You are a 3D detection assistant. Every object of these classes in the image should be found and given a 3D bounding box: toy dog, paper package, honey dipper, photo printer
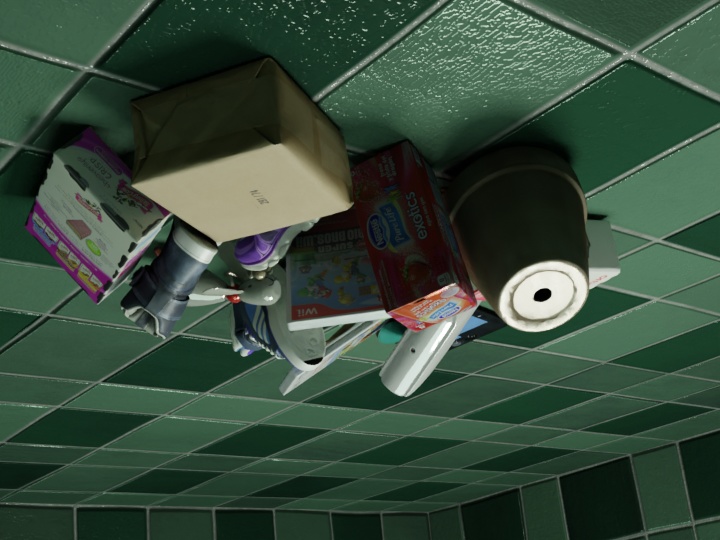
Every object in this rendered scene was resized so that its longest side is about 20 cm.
[{"bbox_3d":[-0.217,0.004,1.495,0.196,0.133,0.098,-14,127,-1],"label":"toy dog"},{"bbox_3d":[-0.131,-0.124,1.182,0.187,0.105,0.200,-14,158,18],"label":"paper package"},{"bbox_3d":[-0.007,0.074,1.692,0.037,0.039,0.200,11,140,-37],"label":"honey dipper"},{"bbox_3d":[0.122,0.087,1.679,0.202,0.069,0.166,-58,170,28],"label":"photo printer"}]

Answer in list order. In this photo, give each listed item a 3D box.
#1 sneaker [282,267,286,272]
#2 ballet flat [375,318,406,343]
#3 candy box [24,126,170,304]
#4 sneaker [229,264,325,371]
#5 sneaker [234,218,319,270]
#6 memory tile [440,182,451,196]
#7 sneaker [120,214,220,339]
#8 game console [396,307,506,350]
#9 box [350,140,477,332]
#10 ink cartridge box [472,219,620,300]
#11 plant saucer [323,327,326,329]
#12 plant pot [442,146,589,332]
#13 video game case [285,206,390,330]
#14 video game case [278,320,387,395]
[{"bbox_3d":[-0.088,0.037,1.680,0.081,0.075,0.201,-31,162,-16],"label":"sneaker"},{"bbox_3d":[0.061,0.057,1.737,0.066,0.074,0.201,-4,159,-8],"label":"ballet flat"},{"bbox_3d":[-0.314,-0.059,1.248,0.061,0.137,0.200,-45,-177,-34],"label":"candy box"},{"bbox_3d":[-0.132,0.100,1.590,0.080,0.202,0.147,-7,143,-37],"label":"sneaker"},{"bbox_3d":[-0.119,-0.074,1.384,0.082,0.082,0.200,23,141,-22],"label":"sneaker"},{"bbox_3d":[0.113,-0.076,1.495,0.198,0.017,0.152,-20,155,31],"label":"memory tile"},{"bbox_3d":[-0.237,0.001,1.335,0.076,0.147,0.203,32,-171,-9],"label":"sneaker"},{"bbox_3d":[0.152,0.104,1.943,0.175,0.032,0.199,-21,155,33],"label":"game console"},{"bbox_3d":[0.062,-0.040,1.302,0.094,0.203,0.100,-24,156,16],"label":"box"},{"bbox_3d":[0.264,-0.014,1.582,0.197,0.086,0.144,1,161,-28],"label":"ink cartridge box"},{"bbox_3d":[-0.040,0.064,1.684,0.198,0.019,0.070,-27,161,-29],"label":"plant saucer"},{"bbox_3d":[0.208,-0.023,1.339,0.196,0.175,0.203,-5,132,-6],"label":"plant pot"},{"bbox_3d":[-0.028,-0.009,1.384,0.140,0.202,0.018,-7,135,2],"label":"video game case"},{"bbox_3d":[-0.035,0.120,1.648,0.198,0.018,0.143,-33,172,-20],"label":"video game case"}]
